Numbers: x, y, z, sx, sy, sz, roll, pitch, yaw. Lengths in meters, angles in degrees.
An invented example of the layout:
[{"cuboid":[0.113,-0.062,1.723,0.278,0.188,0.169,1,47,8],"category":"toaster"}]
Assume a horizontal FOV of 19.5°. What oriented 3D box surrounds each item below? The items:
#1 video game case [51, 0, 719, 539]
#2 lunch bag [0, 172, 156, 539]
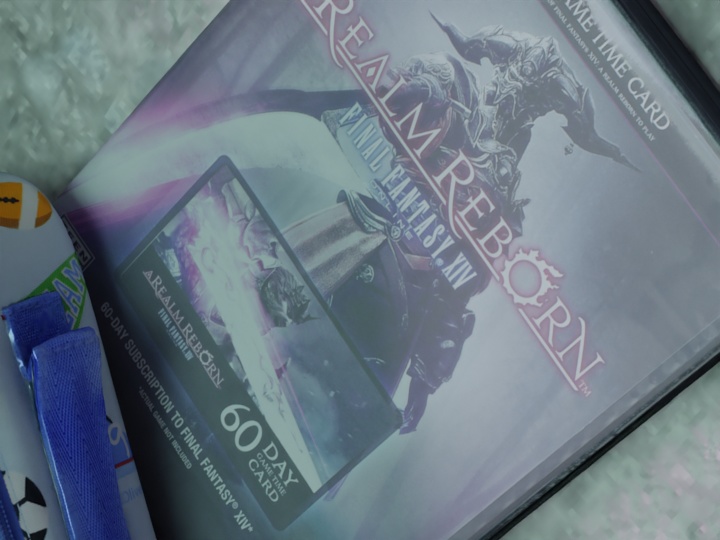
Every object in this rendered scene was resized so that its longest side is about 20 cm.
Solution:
[{"cuboid":[0.000,0.000,0.510,0.200,0.019,0.143,-44,73,34],"category":"video game case"},{"cuboid":[-0.120,0.072,0.566,0.160,0.076,0.200,-10,100,43],"category":"lunch bag"}]
